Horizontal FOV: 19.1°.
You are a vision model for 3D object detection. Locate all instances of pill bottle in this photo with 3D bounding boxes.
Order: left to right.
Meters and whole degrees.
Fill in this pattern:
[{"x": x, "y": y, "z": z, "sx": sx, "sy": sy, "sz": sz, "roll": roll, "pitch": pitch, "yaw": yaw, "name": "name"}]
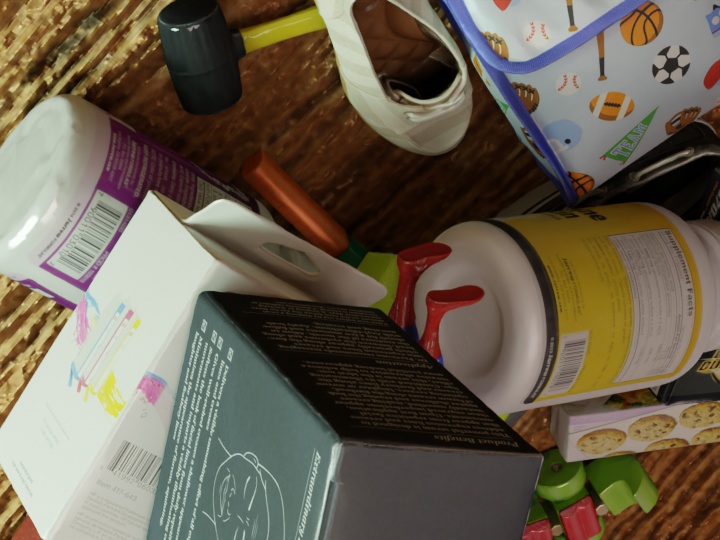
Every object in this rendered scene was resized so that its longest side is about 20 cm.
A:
[{"x": -0.120, "y": -0.012, "z": 1.267, "sx": 0.200, "sy": 0.112, "sz": 0.112, "roll": 30, "pitch": 109, "yaw": -29, "name": "pill bottle"}, {"x": 0.137, "y": 0.018, "z": 1.260, "sx": 0.200, "sy": 0.112, "sz": 0.112, "roll": -7, "pitch": 125, "yaw": -37, "name": "pill bottle"}]

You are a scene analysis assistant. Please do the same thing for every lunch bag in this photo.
[{"x": 0.134, "y": -0.164, "z": 1.230, "sx": 0.170, "sy": 0.124, "sz": 0.200, "roll": -33, "pitch": 128, "yaw": 1, "name": "lunch bag"}]

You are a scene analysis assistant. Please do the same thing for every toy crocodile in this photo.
[{"x": 0.109, "y": 0.180, "z": 1.477, "sx": 0.200, "sy": 0.062, "sz": 0.068, "roll": -22, "pitch": 124, "yaw": -1, "name": "toy crocodile"}]

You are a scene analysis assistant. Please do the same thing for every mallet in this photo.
[{"x": -0.020, "y": -0.142, "z": 1.263, "sx": 0.199, "sy": 0.041, "sz": 0.066, "roll": -13, "pitch": 124, "yaw": -12, "name": "mallet"}]

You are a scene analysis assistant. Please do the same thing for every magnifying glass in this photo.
[{"x": 0.000, "y": 0.000, "z": 1.337, "sx": 0.022, "sy": 0.080, "sz": 0.200, "roll": -38, "pitch": 113, "yaw": 14, "name": "magnifying glass"}]

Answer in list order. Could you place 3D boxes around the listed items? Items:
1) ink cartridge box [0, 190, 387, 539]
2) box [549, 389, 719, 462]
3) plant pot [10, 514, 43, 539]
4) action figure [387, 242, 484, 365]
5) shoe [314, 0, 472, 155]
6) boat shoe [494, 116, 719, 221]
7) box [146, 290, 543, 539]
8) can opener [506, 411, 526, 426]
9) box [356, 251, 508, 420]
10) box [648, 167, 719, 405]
[{"x": -0.087, "y": 0.062, "z": 1.173, "sx": 0.128, "sy": 0.125, "sz": 0.200, "roll": 30, "pitch": 95, "yaw": -30, "name": "ink cartridge box"}, {"x": 0.230, "y": 0.093, "z": 1.470, "sx": 0.199, "sy": 0.039, "sz": 0.042, "roll": -6, "pitch": 123, "yaw": -12, "name": "box"}, {"x": -0.116, "y": 0.206, "z": 1.366, "sx": 0.199, "sy": 0.200, "sz": 0.177, "roll": 17, "pitch": 101, "yaw": -24, "name": "plant pot"}, {"x": 0.033, "y": 0.082, "z": 1.206, "sx": 0.052, "sy": 0.065, "sz": 0.200, "roll": -11, "pitch": 131, "yaw": -29, "name": "action figure"}, {"x": 0.021, "y": -0.121, "z": 1.245, "sx": 0.070, "sy": 0.053, "sz": 0.200, "roll": -34, "pitch": 142, "yaw": 1, "name": "shoe"}, {"x": 0.146, "y": -0.026, "z": 1.359, "sx": 0.200, "sy": 0.064, "sz": 0.071, "roll": -40, "pitch": 122, "yaw": 10, "name": "boat shoe"}, {"x": -0.015, "y": 0.114, "z": 1.036, "sx": 0.107, "sy": 0.200, "sz": 0.149, "roll": 6, "pitch": 107, "yaw": -25, "name": "box"}, {"x": 0.070, "y": 0.090, "z": 1.417, "sx": 0.200, "sy": 0.053, "sz": 0.066, "roll": -42, "pitch": 121, "yaw": 12, "name": "can opener"}, {"x": 0.004, "y": 0.104, "z": 1.284, "sx": 0.122, "sy": 0.048, "sz": 0.200, "roll": 36, "pitch": 81, "yaw": -18, "name": "box"}, {"x": 0.288, "y": 0.008, "z": 1.395, "sx": 0.200, "sy": 0.046, "sz": 0.159, "roll": -2, "pitch": 127, "yaw": -32, "name": "box"}]
